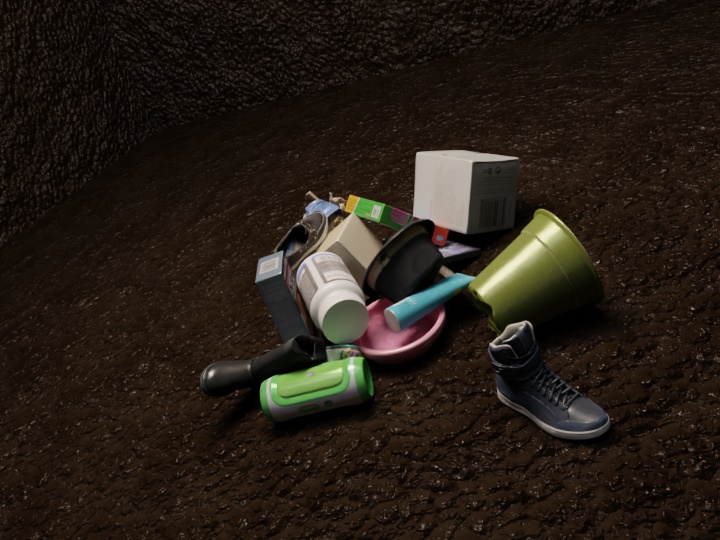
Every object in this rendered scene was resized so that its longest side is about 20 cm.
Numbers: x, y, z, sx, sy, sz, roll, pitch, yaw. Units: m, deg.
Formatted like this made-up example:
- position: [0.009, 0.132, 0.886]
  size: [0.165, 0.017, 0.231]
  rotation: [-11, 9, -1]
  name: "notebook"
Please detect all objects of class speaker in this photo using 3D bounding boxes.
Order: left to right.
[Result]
- position: [-0.079, 0.216, 1.183]
  size: [0.196, 0.090, 0.089]
  rotation: [-15, 28, 10]
  name: "speaker"

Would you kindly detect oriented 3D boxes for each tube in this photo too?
- position: [0.137, 0.052, 1.267]
  size: [0.198, 0.051, 0.077]
  rotation: [-29, 24, -23]
  name: "tube"

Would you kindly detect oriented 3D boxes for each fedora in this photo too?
- position: [0.098, -0.002, 1.296]
  size: [0.199, 0.202, 0.092]
  rotation: [-34, 65, -24]
  name: "fedora"

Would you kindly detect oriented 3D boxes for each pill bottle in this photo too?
- position: [-0.055, 0.053, 1.291]
  size: [0.112, 0.115, 0.201]
  rotation: [-23, 30, -6]
  name: "pill bottle"

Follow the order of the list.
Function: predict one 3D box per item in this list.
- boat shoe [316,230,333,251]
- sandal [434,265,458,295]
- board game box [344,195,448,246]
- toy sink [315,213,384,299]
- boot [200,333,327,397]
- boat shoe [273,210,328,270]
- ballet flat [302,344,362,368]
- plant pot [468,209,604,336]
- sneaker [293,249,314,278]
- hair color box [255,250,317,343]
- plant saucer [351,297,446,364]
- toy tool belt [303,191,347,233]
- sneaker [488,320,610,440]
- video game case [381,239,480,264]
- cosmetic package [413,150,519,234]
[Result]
- position: [-0.127, -0.059, 1.695]
  size: [0.198, 0.064, 0.073]
  rotation: [-8, 26, 44]
  name: "boat shoe"
- position: [0.122, 0.006, 1.406]
  size: [0.069, 0.078, 0.210]
  rotation: [-39, 49, -21]
  name: "sandal"
- position: [0.083, -0.115, 1.496]
  size: [0.197, 0.041, 0.152]
  rotation: [17, 4, -35]
  name: "board game box"
- position: [0.000, 0.000, 1.456]
  size: [0.112, 0.200, 0.131]
  rotation: [-38, 15, 33]
  name: "toy sink"
- position: [-0.181, 0.178, 1.218]
  size: [0.198, 0.067, 0.163]
  rotation: [-23, -10, 35]
  name: "boot"
- position: [-0.133, -0.076, 1.446]
  size: [0.069, 0.067, 0.200]
  rotation: [32, 55, 14]
  name: "boat shoe"
- position: [-0.077, 0.184, 1.267]
  size: [0.197, 0.069, 0.073]
  rotation: [-5, 61, 40]
  name: "ballet flat"
- position: [0.303, 0.025, 1.186]
  size: [0.188, 0.202, 0.200]
  rotation: [-33, 29, -1]
  name: "plant pot"
- position: [-0.140, -0.012, 1.493]
  size: [0.073, 0.085, 0.203]
  rotation: [14, 52, 0]
  name: "sneaker"
- position: [-0.151, 0.074, 1.352]
  size: [0.059, 0.203, 0.100]
  rotation: [-18, 28, 6]
  name: "hair color box"
- position: [0.077, 0.118, 1.290]
  size: [0.196, 0.052, 0.202]
  rotation: [-15, 29, 9]
  name: "plant saucer"
- position: [-0.082, -0.148, 1.780]
  size: [0.124, 0.125, 0.199]
  rotation: [-34, 31, -24]
  name: "toy tool belt"
- position: [0.277, 0.162, 0.983]
  size: [0.076, 0.149, 0.201]
  rotation: [-34, 32, -29]
  name: "sneaker"
- position: [0.160, -0.051, 1.515]
  size: [0.141, 0.019, 0.199]
  rotation: [-13, 21, -34]
  name: "video game case"
- position: [0.248, -0.192, 1.550]
  size: [0.162, 0.169, 0.199]
  rotation: [-9, 19, -34]
  name: "cosmetic package"
